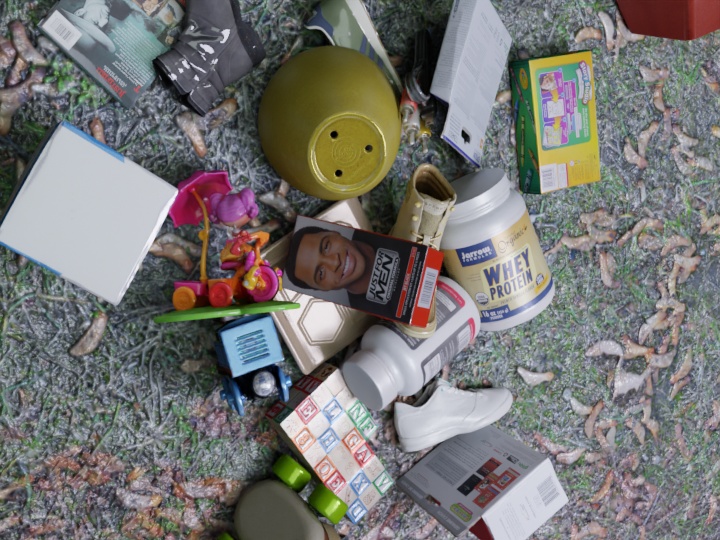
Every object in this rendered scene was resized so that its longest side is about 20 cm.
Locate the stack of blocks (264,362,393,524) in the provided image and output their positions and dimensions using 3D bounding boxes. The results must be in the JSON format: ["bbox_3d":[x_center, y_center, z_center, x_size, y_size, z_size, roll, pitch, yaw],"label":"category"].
[{"bbox_3d":[-0.033,0.248,1.228,0.115,0.058,0.202,-41,112,-20],"label":"stack of blocks"}]

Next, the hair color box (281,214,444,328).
[{"bbox_3d":[0.000,0.000,1.101,0.061,0.196,0.104,16,88,-62],"label":"hair color box"}]

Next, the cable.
[{"bbox_3d":[0.072,-0.263,1.154,0.049,0.204,0.097,-15,144,18],"label":"cable"}]

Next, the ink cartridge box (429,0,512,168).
[{"bbox_3d":[0.150,-0.262,1.184,0.199,0.040,0.205,16,88,-68],"label":"ink cartridge box"}]

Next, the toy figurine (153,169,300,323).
[{"bbox_3d":[-0.174,-0.036,1.076,0.150,0.196,0.189,-3,88,-67],"label":"toy figurine"}]

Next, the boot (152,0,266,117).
[{"bbox_3d":[-0.207,-0.294,1.042,0.132,0.069,0.201,-44,130,-13],"label":"boot"}]

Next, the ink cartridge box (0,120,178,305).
[{"bbox_3d":[-0.321,-0.070,0.978,0.146,0.199,0.147,30,84,-24],"label":"ink cartridge box"}]

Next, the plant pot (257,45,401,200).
[{"bbox_3d":[-0.028,-0.172,1.094,0.195,0.142,0.204,-5,115,-11],"label":"plant pot"}]

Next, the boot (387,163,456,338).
[{"bbox_3d":[0.083,-0.028,1.142,0.071,0.203,0.157,9,135,-12],"label":"boot"}]

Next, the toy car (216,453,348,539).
[{"bbox_3d":[-0.083,0.393,1.215,0.165,0.156,0.201,-51,140,-14],"label":"toy car"}]

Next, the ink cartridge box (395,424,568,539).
[{"bbox_3d":[0.173,0.327,1.260,0.174,0.199,0.085,-35,111,-15],"label":"ink cartridge box"}]

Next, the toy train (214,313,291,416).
[{"bbox_3d":[-0.144,0.118,1.095,0.085,0.200,0.117,-15,89,-15],"label":"toy train"}]

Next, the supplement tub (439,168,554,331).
[{"bbox_3d":[0.189,-0.031,1.243,0.143,0.144,0.203,-31,109,-16],"label":"supplement tub"}]

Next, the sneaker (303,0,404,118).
[{"bbox_3d":[-0.006,-0.281,1.168,0.089,0.067,0.202,-31,115,0],"label":"sneaker"}]

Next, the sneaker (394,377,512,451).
[{"bbox_3d":[0.143,0.203,1.304,0.196,0.075,0.090,-18,93,-19],"label":"sneaker"}]

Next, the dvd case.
[{"bbox_3d":[-0.280,-0.325,1.056,0.146,0.022,0.201,41,80,-24],"label":"dvd case"}]

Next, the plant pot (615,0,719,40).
[{"bbox_3d":[0.499,-0.463,1.299,0.197,0.200,0.180,-24,118,-18],"label":"plant pot"}]

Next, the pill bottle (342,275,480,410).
[{"bbox_3d":[0.071,0.105,1.206,0.199,0.110,0.112,-37,112,-29],"label":"pill bottle"}]

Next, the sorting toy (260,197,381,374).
[{"bbox_3d":[-0.047,0.017,1.209,0.198,0.036,0.188,-35,111,-20],"label":"sorting toy"}]

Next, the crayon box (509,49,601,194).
[{"bbox_3d":[0.301,-0.229,1.311,0.116,0.058,0.205,-13,103,-22],"label":"crayon box"}]
